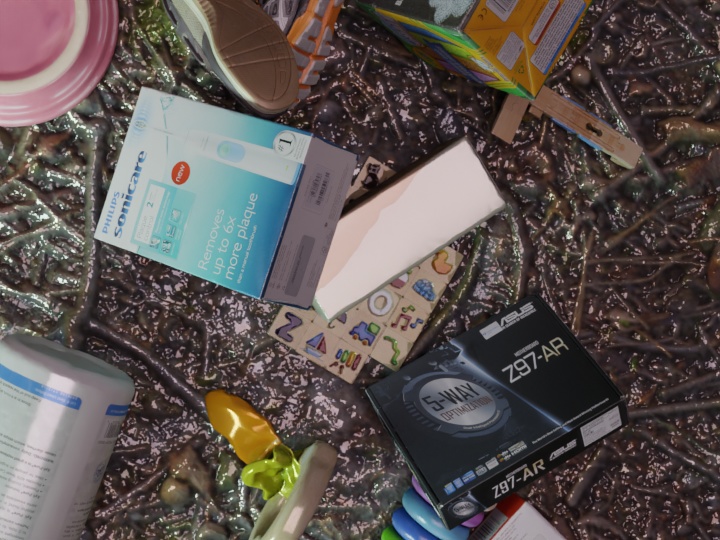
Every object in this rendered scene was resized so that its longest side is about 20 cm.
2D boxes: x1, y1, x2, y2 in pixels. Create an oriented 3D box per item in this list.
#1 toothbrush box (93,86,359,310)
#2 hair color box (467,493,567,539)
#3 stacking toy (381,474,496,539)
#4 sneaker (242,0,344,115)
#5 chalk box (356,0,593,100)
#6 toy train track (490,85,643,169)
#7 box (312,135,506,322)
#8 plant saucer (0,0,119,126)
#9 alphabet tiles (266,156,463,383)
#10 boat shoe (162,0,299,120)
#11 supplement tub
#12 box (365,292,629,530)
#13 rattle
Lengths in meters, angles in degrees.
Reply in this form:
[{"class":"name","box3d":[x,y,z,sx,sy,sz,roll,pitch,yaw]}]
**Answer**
[{"class":"toothbrush box","box3d":[-0.120,-0.066,1.088,0.199,0.085,0.148,20,91,32]},{"class":"hair color box","box3d":[0.188,0.329,1.222,0.200,0.064,0.111,45,85,-7]},{"class":"stacking toy","box3d":[0.048,0.277,1.194,0.085,0.085,0.201,32,94,-9]},{"class":"sneaker","box3d":[-0.067,-0.236,1.151,0.077,0.078,0.201,26,95,19]},{"class":"chalk box","box3d":[0.092,-0.258,1.127,0.124,0.200,0.125,32,90,-42]},{"class":"toy train track","box3d":[0.190,-0.158,1.213,0.199,0.033,0.115,29,81,-15]},{"class":"box","box3d":[0.028,-0.040,1.154,0.199,0.095,0.078,-33,97,-7]},{"class":"plant saucer","box3d":[-0.321,-0.234,1.115,0.199,0.051,0.203,0,92,-9]},{"class":"alphabet tiles","box3d":[0.000,0.000,1.202,0.166,0.006,0.201,31,88,-9]},{"class":"boat shoe","box3d":[-0.121,-0.208,1.109,0.072,0.065,0.201,-23,67,-31]},{"class":"supplement tub","box3d":[-0.295,0.170,1.101,0.131,0.132,0.202,22,89,-10]},{"class":"box","box3d":[0.127,0.128,1.157,0.199,0.161,0.044,-28,136,-6]},{"class":"rattle","box3d":[-0.113,0.226,1.116,0.143,0.130,0.201,42,63,-21]}]
